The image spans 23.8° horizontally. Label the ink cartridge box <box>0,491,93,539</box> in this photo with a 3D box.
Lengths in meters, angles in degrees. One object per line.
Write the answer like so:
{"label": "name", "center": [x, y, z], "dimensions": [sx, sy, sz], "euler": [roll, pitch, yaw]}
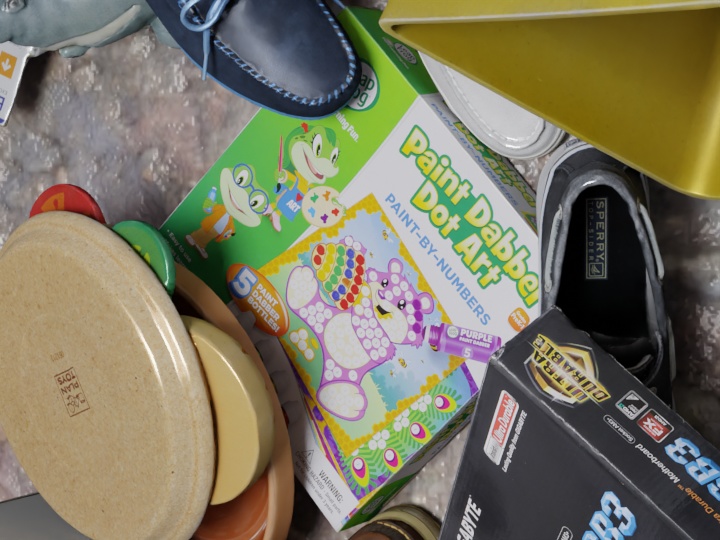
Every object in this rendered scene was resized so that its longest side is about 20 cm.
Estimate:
{"label": "ink cartridge box", "center": [-0.167, 0.247, 0.981], "dimensions": [0.145, 0.083, 0.201], "euler": [16, 107, 41]}

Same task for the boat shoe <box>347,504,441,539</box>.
{"label": "boat shoe", "center": [-0.027, 0.212, 0.926], "dimensions": [0.072, 0.067, 0.201], "euler": [42, 113, 22]}

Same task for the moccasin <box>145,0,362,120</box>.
{"label": "moccasin", "center": [-0.081, -0.153, 0.853], "dimensions": [0.200, 0.068, 0.081], "euler": [40, 76, 3]}

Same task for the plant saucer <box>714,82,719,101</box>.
{"label": "plant saucer", "center": [0.190, -0.147, 0.787], "dimensions": [0.199, 0.036, 0.201], "euler": [2, 94, 31]}

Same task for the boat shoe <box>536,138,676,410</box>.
{"label": "boat shoe", "center": [0.115, 0.041, 0.798], "dimensions": [0.071, 0.068, 0.201], "euler": [-2, 111, 4]}

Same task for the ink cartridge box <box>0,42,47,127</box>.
{"label": "ink cartridge box", "center": [-0.247, -0.214, 1.045], "dimensions": [0.199, 0.041, 0.201], "euler": [27, 107, 27]}

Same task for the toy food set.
{"label": "toy food set", "center": [-0.137, 0.056, 0.917], "dimensions": [0.198, 0.049, 0.200], "euler": [57, 138, 13]}

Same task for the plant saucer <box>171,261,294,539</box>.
{"label": "plant saucer", "center": [-0.106, 0.084, 0.957], "dimensions": [0.200, 0.032, 0.201], "euler": [20, 120, 40]}

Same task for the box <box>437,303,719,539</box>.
{"label": "box", "center": [0.127, 0.141, 0.777], "dimensions": [0.198, 0.050, 0.200], "euler": [43, 151, 20]}

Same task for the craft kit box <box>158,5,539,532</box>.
{"label": "craft kit box", "center": [0.000, 0.000, 0.910], "dimensions": [0.198, 0.048, 0.200], "euler": [-46, 71, 22]}

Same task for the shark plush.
{"label": "shark plush", "center": [-0.155, -0.164, 0.922], "dimensions": [0.083, 0.199, 0.091], "euler": [124, 134, -69]}

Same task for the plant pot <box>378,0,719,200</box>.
{"label": "plant pot", "center": [0.160, -0.139, 0.658], "dimensions": [0.200, 0.199, 0.177], "euler": [7, 77, 54]}

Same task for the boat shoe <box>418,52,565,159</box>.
{"label": "boat shoe", "center": [0.045, -0.136, 0.819], "dimensions": [0.072, 0.069, 0.201], "euler": [-11, 113, 22]}
